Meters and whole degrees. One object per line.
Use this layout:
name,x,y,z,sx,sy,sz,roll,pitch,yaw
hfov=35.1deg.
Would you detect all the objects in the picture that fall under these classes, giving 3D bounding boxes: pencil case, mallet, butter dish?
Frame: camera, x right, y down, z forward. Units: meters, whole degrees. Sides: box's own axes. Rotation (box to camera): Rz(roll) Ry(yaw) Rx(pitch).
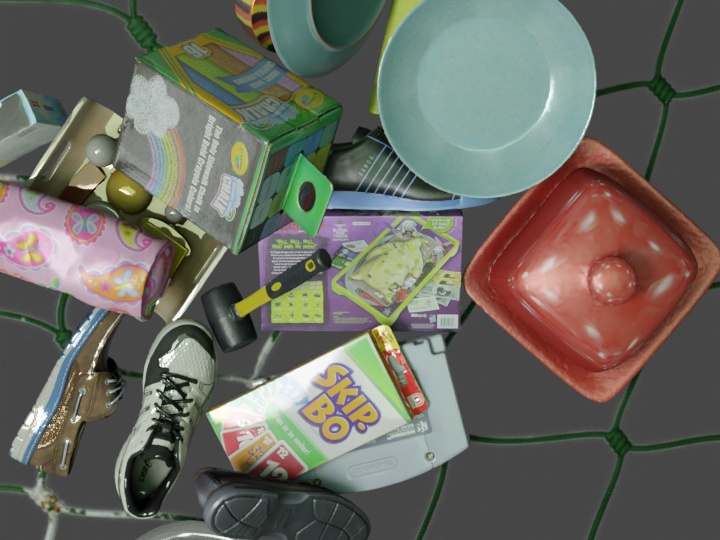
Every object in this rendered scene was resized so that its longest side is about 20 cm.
pencil case,-0.277,-0.020,1.070,0.198,0.087,0.088,18,95,4
mallet,-0.084,0.031,1.068,0.041,0.199,0.066,-19,90,-40
butter dish,0.224,0.004,1.060,0.199,0.148,0.200,40,95,0

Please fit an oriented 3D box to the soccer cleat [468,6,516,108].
soccer cleat,0.112,-0.222,1.074,0.077,0.069,0.201,-30,107,-4

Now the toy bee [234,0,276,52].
toy bee,-0.071,-0.314,1.069,0.130,0.108,0.202,15,85,45

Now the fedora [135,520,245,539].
fedora,-0.148,0.326,1.125,0.198,0.090,0.178,-11,91,14

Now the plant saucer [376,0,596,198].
plant saucer,0.114,-0.168,1.044,0.199,0.039,0.203,0,110,0

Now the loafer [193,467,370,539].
loafer,-0.073,0.224,1.090,0.199,0.063,0.072,23,104,-41

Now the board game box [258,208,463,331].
board game box,0.000,0.000,1.114,0.198,0.032,0.121,1,114,2

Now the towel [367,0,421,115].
towel,0.069,-0.244,1.115,0.085,0.018,0.202,13,95,5

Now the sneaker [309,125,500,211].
sneaker,0.036,-0.100,1.099,0.198,0.070,0.079,1,101,3

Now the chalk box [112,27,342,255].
chalk box,-0.103,-0.109,1.032,0.199,0.124,0.125,34,127,15

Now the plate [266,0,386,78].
plate,-0.014,-0.269,1.029,0.025,0.200,0.202,23,95,27

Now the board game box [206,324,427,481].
board game box,-0.041,0.136,1.104,0.199,0.030,0.096,-27,92,7

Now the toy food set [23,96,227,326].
toy food set,-0.226,-0.055,1.117,0.199,0.060,0.144,35,95,0

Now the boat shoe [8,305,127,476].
boat shoe,-0.272,0.115,1.132,0.072,0.072,0.201,30,106,-6

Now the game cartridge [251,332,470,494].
game cartridge,0.002,0.148,1.128,0.198,0.042,0.134,-14,98,9

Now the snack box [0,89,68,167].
snack box,-0.385,-0.109,1.092,0.199,0.116,0.037,-27,93,4

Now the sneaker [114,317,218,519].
sneaker,-0.183,0.148,1.106,0.075,0.088,0.202,14,102,-15
